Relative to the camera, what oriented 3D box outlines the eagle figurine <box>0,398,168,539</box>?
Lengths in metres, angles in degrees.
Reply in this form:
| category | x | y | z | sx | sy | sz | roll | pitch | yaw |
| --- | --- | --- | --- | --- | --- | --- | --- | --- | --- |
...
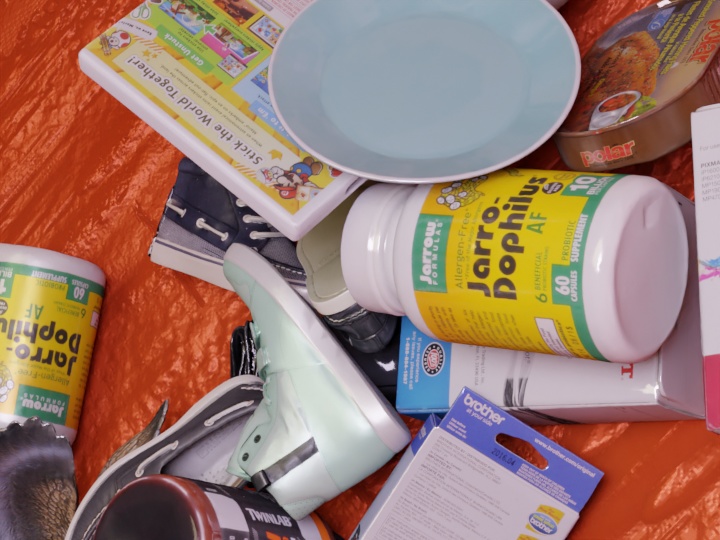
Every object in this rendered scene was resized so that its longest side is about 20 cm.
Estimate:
| category | x | y | z | sx | sy | sz | roll | pitch | yaw |
| --- | --- | --- | --- | --- | --- | --- | --- | --- | --- |
| eagle figurine | -0.213 | 0.201 | 1.393 | 0.150 | 0.152 | 0.201 | -5 | 92 | 2 |

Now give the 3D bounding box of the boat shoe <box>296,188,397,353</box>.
| category | x | y | z | sx | sy | sz | roll | pitch | yaw |
| --- | --- | --- | --- | --- | --- | --- | --- | --- | --- |
| boat shoe | 0.002 | -0.001 | 1.317 | 0.074 | 0.066 | 0.200 | -32 | 20 | 7 |

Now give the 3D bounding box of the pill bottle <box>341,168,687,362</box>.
| category | x | y | z | sx | sy | sz | roll | pitch | yaw |
| --- | --- | --- | --- | --- | --- | --- | --- | --- | --- |
| pill bottle | 0.092 | -0.008 | 1.139 | 0.199 | 0.113 | 0.113 | 6 | 80 | 36 |

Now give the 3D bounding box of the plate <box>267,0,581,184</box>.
| category | x | y | z | sx | sy | sz | roll | pitch | yaw |
| --- | --- | --- | --- | --- | --- | --- | --- | --- | --- |
| plate | 0.040 | -0.122 | 1.159 | 0.199 | 0.026 | 0.201 | -2 | 50 | 2 |

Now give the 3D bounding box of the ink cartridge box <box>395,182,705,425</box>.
| category | x | y | z | sx | sy | sz | roll | pitch | yaw |
| --- | --- | --- | --- | --- | --- | --- | --- | --- | --- |
| ink cartridge box | 0.130 | 0.028 | 1.234 | 0.199 | 0.086 | 0.147 | -4 | 74 | 33 |

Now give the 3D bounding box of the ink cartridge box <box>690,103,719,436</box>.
| category | x | y | z | sx | sy | sz | roll | pitch | yaw |
| --- | --- | --- | --- | --- | --- | --- | --- | --- | --- |
| ink cartridge box | 0.267 | 0.009 | 1.105 | 0.085 | 0.147 | 0.201 | -8 | 73 | 32 |

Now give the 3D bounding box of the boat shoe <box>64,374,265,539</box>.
| category | x | y | z | sx | sy | sz | roll | pitch | yaw |
| --- | --- | --- | --- | --- | --- | --- | --- | --- | --- |
| boat shoe | -0.132 | 0.158 | 1.314 | 0.200 | 0.074 | 0.060 | -39 | 20 | -4 |

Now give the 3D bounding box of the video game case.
| category | x | y | z | sx | sy | sz | roll | pitch | yaw |
| --- | --- | --- | --- | --- | --- | --- | --- | --- | --- |
| video game case | -0.053 | -0.134 | 1.203 | 0.200 | 0.023 | 0.182 | 39 | 63 | 19 |

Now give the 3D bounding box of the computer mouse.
| category | x | y | z | sx | sy | sz | roll | pitch | yaw |
| --- | --- | --- | --- | --- | --- | --- | --- | --- | --- |
| computer mouse | -0.033 | 0.098 | 1.353 | 0.199 | 0.046 | 0.141 | -3 | 74 | 35 |

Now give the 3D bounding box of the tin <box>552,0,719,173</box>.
| category | x | y | z | sx | sy | sz | roll | pitch | yaw |
| --- | --- | --- | --- | --- | --- | --- | --- | --- | --- |
| tin | 0.193 | -0.126 | 1.192 | 0.112 | 0.042 | 0.200 | -15 | 24 | 37 |

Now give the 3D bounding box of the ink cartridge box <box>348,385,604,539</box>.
| category | x | y | z | sx | sy | sz | roll | pitch | yaw |
| --- | --- | --- | --- | --- | --- | --- | --- | --- | --- |
| ink cartridge box | 0.061 | 0.185 | 1.225 | 0.119 | 0.042 | 0.201 | 31 | 100 | -8 |

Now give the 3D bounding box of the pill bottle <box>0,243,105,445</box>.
| category | x | y | z | sx | sy | sz | roll | pitch | yaw |
| --- | --- | --- | --- | --- | --- | --- | --- | --- | --- |
| pill bottle | -0.280 | 0.087 | 1.490 | 0.112 | 0.113 | 0.201 | 3 | 77 | 36 |

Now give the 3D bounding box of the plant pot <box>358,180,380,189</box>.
| category | x | y | z | sx | sy | sz | roll | pitch | yaw |
| --- | --- | --- | --- | --- | --- | --- | --- | --- | --- |
| plant pot | -0.006 | -0.140 | 1.336 | 0.200 | 0.199 | 0.135 | 50 | 140 | 34 |

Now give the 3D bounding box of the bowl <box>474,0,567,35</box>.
| category | x | y | z | sx | sy | sz | roll | pitch | yaw |
| --- | --- | --- | --- | --- | --- | --- | --- | --- | --- |
| bowl | 0.097 | -0.250 | 1.283 | 0.200 | 0.075 | 0.200 | -44 | 56 | -1 |

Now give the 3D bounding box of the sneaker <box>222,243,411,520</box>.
| category | x | y | z | sx | sy | sz | roll | pitch | yaw |
| --- | --- | --- | --- | --- | --- | --- | --- | --- | --- |
| sneaker | -0.067 | 0.077 | 1.260 | 0.118 | 0.074 | 0.201 | -40 | 62 | 2 |

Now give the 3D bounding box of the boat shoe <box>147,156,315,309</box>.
| category | x | y | z | sx | sy | sz | roll | pitch | yaw |
| --- | --- | --- | --- | --- | --- | --- | --- | --- | --- |
| boat shoe | -0.082 | -0.031 | 1.407 | 0.199 | 0.075 | 0.093 | 17 | 94 | 38 |

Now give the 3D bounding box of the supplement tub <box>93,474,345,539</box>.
| category | x | y | z | sx | sy | sz | roll | pitch | yaw |
| --- | --- | --- | --- | --- | --- | --- | --- | --- | --- |
| supplement tub | -0.085 | 0.204 | 1.262 | 0.107 | 0.200 | 0.108 | -10 | 73 | 34 |
